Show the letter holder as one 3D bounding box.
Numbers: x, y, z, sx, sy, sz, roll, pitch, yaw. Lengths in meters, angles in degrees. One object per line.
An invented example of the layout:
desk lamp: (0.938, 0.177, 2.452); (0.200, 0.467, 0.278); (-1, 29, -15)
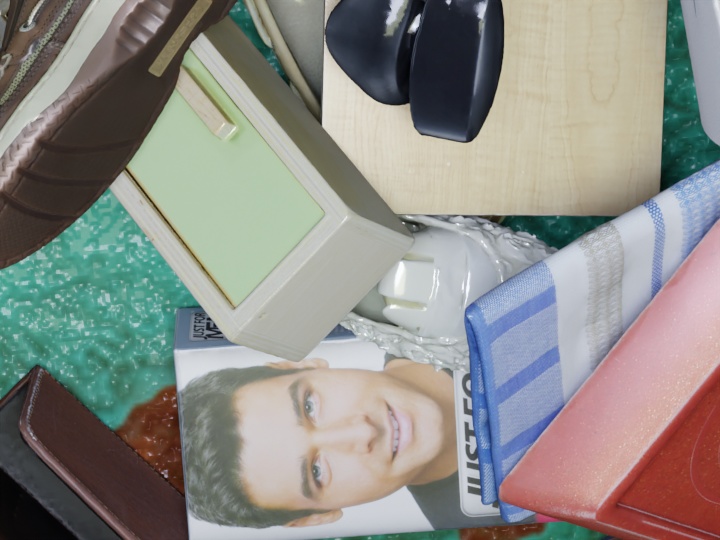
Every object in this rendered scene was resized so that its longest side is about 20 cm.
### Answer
letter holder: (-0.114, 0.165, 1.328); (0.101, 0.142, 0.200); (-43, 104, 12)

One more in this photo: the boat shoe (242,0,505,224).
boat shoe: (0.000, -0.090, 1.289); (0.073, 0.063, 0.201); (-29, 107, 8)

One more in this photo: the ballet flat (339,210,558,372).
ballet flat: (0.000, 0.000, 1.277); (0.199, 0.072, 0.072); (14, 109, 16)

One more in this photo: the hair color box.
hair color box: (0.017, 0.065, 1.343); (0.199, 0.061, 0.100); (-4, 109, 0)

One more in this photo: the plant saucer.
plant saucer: (0.183, 0.055, 1.295); (0.200, 0.037, 0.199); (-51, 142, 15)

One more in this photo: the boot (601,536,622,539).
boot: (0.120, 0.234, 1.382); (0.074, 0.097, 0.201); (2, 108, -2)

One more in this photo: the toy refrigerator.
toy refrigerator: (-0.073, -0.062, 1.235); (0.076, 0.070, 0.200); (-45, 64, 13)

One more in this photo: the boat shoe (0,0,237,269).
boat shoe: (-0.114, -0.094, 1.186); (0.075, 0.075, 0.203); (37, 86, 25)

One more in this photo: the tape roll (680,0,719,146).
tape roll: (0.228, -0.141, 1.208); (0.202, 0.203, 0.140); (-12, 109, 2)

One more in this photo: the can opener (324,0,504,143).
can opener: (0.029, -0.151, 1.179); (0.078, 0.063, 0.201); (12, 120, 14)

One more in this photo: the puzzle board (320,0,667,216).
puzzle board: (0.058, -0.124, 1.255); (0.150, 0.017, 0.201); (0, 97, -7)

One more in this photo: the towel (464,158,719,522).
towel: (0.134, 0.020, 1.266); (0.199, 0.024, 0.147); (-28, 141, -17)
